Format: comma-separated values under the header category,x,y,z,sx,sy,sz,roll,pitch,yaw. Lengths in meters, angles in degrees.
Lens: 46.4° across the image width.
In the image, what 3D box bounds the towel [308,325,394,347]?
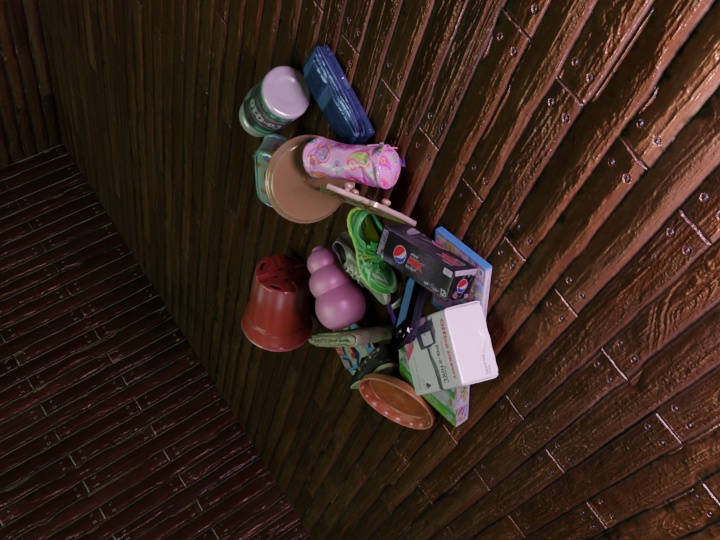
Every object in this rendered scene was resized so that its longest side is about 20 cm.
category,x,y,z,sx,sy,sz,roll,pitch,yaw
towel,-0.016,0.156,1.974,0.199,0.147,0.037,-11,87,54

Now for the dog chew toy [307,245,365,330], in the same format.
category,x,y,z,sx,sy,sz,roll,pitch,yaw
dog chew toy,-0.066,0.038,2.004,0.203,0.123,0.124,67,155,8

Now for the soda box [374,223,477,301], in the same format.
category,x,y,z,sx,sy,sz,roll,pitch,yaw
soda box,0.121,-0.018,1.574,0.199,0.070,0.064,36,120,38

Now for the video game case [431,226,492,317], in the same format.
category,x,y,z,sx,sy,sz,roll,pitch,yaw
video game case,0.191,0.030,1.617,0.143,0.018,0.202,42,148,36

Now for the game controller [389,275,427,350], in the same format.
category,x,y,z,sx,sy,sz,roll,pitch,yaw
game controller,0.098,0.059,1.651,0.042,0.202,0.104,25,152,-16

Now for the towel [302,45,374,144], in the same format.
category,x,y,z,sx,sy,sz,roll,pitch,yaw
towel,-0.051,-0.338,1.675,0.202,0.048,0.112,61,156,2

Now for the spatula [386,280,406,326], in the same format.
category,x,y,z,sx,sy,sz,roll,pitch,yaw
spatula,0.086,0.063,1.842,0.201,0.020,0.057,116,138,-57

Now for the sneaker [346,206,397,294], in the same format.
category,x,y,z,sx,sy,sz,roll,pitch,yaw
sneaker,0.028,-0.040,1.790,0.083,0.073,0.203,3,118,65

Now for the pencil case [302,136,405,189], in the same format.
category,x,y,z,sx,sy,sz,roll,pitch,yaw
pencil case,-0.016,-0.211,1.628,0.198,0.087,0.089,12,128,35

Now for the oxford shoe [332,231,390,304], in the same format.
category,x,y,z,sx,sy,sz,roll,pitch,yaw
oxford shoe,0.000,0.000,1.895,0.201,0.057,0.076,55,151,20

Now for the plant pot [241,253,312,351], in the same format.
category,x,y,z,sx,sy,sz,roll,pitch,yaw
plant pot,-0.215,0.075,2.250,0.201,0.199,0.197,45,142,31

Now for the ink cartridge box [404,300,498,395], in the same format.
category,x,y,z,sx,sy,sz,roll,pitch,yaw
ink cartridge box,0.167,0.154,1.624,0.200,0.083,0.147,-31,71,64

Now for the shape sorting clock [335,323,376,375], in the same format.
category,x,y,z,sx,sy,sz,roll,pitch,yaw
shape sorting clock,-0.008,0.213,2.150,0.200,0.039,0.202,44,150,34

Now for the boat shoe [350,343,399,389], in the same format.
category,x,y,z,sx,sy,sz,roll,pitch,yaw
boat shoe,0.030,0.239,2.048,0.201,0.073,0.064,-47,52,53

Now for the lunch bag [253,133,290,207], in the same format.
category,x,y,z,sx,sy,sz,roll,pitch,yaw
lunch bag,-0.165,-0.217,1.907,0.158,0.078,0.201,22,146,9

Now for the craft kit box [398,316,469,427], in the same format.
category,x,y,z,sx,sy,sz,roll,pitch,yaw
craft kit box,0.158,0.209,1.830,0.200,0.048,0.200,41,145,38

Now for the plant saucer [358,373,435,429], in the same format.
category,x,y,z,sx,sy,sz,roll,pitch,yaw
plant saucer,0.088,0.306,1.992,0.198,0.033,0.201,24,151,14

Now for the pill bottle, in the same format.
category,x,y,z,sx,sy,sz,roll,pitch,yaw
pill bottle,-0.193,-0.363,1.842,0.114,0.112,0.199,64,155,-5

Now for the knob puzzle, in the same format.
category,x,y,z,sx,sy,sz,roll,pitch,yaw
knob puzzle,0.021,-0.135,1.649,0.219,0.218,0.031,21,90,54

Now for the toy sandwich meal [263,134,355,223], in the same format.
category,x,y,z,sx,sy,sz,roll,pitch,yaw
toy sandwich meal,-0.108,-0.196,1.757,0.070,0.202,0.208,-133,24,-63
